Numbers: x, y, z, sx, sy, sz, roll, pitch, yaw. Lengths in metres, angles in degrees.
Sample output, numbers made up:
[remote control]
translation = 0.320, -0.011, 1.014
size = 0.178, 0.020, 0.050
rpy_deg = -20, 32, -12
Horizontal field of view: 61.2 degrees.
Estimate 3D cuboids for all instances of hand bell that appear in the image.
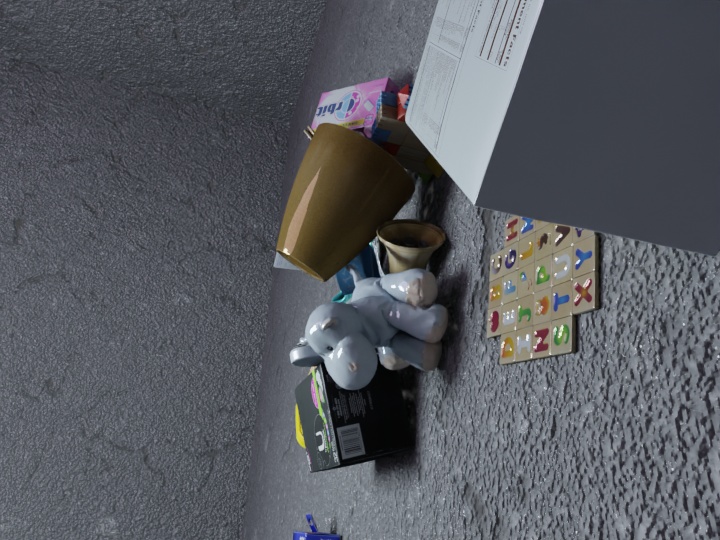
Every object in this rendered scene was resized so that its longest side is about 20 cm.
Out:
[hand bell]
translation = 0.071, 0.033, 0.947
size = 0.105, 0.102, 0.203
rpy_deg = -106, 17, -61

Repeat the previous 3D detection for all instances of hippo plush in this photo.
[hippo plush]
translation = 0.012, 0.067, 0.821
size = 0.159, 0.159, 0.202
rpy_deg = -40, 76, 48

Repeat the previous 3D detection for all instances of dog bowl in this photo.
[dog bowl]
translation = 0.000, 0.000, 1.097
size = 0.200, 0.049, 0.113
rpy_deg = 55, -152, -65

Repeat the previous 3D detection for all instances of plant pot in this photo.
[plant pot]
translation = -0.043, -0.092, 0.955
size = 0.202, 0.185, 0.186
rpy_deg = -57, 12, -9

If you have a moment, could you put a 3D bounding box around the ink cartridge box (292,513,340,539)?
[ink cartridge box]
translation = -0.092, 0.585, 1.185
size = 0.137, 0.075, 0.203
rpy_deg = 128, 150, -62

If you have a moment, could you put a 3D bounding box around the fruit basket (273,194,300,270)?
[fruit basket]
translation = -0.073, -0.076, 1.310
size = 0.094, 0.197, 0.187
rpy_deg = -103, 26, -55

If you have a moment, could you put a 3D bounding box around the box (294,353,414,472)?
[box]
translation = -0.018, 0.230, 0.968
size = 0.200, 0.122, 0.151
rpy_deg = 129, 131, -64

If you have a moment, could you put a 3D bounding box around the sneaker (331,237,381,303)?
[sneaker]
translation = -0.007, -0.002, 1.239
size = 0.078, 0.078, 0.203
rpy_deg = -113, 36, -65

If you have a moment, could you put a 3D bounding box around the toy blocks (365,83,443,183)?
[toy blocks]
translation = 0.077, -0.226, 0.941
size = 0.200, 0.134, 0.101
rpy_deg = 123, 154, -56

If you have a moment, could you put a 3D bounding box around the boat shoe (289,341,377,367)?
[boat shoe]
translation = -0.029, 0.100, 0.930
size = 0.073, 0.197, 0.069
rpy_deg = -32, 70, 48

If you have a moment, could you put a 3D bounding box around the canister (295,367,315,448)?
[canister]
translation = -0.076, 0.266, 1.319
size = 0.149, 0.085, 0.202
rpy_deg = -100, 26, -54

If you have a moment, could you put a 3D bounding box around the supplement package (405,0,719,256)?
[supplement package]
translation = 0.157, -0.131, 0.445
size = 0.201, 0.188, 0.149
rpy_deg = -106, 29, -62

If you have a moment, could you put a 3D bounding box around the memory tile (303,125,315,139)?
[memory tile]
translation = -0.033, -0.197, 1.217
size = 0.017, 0.201, 0.153
rpy_deg = -40, -11, 6

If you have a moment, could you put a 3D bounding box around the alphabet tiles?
[alphabet tiles]
translation = 0.181, 0.008, 0.630
size = 0.200, 0.006, 0.169
rpy_deg = 140, 138, -69

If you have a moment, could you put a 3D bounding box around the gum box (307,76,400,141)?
[gum box]
translation = -0.006, -0.321, 1.272
size = 0.198, 0.066, 0.115
rpy_deg = 0, 66, 40
